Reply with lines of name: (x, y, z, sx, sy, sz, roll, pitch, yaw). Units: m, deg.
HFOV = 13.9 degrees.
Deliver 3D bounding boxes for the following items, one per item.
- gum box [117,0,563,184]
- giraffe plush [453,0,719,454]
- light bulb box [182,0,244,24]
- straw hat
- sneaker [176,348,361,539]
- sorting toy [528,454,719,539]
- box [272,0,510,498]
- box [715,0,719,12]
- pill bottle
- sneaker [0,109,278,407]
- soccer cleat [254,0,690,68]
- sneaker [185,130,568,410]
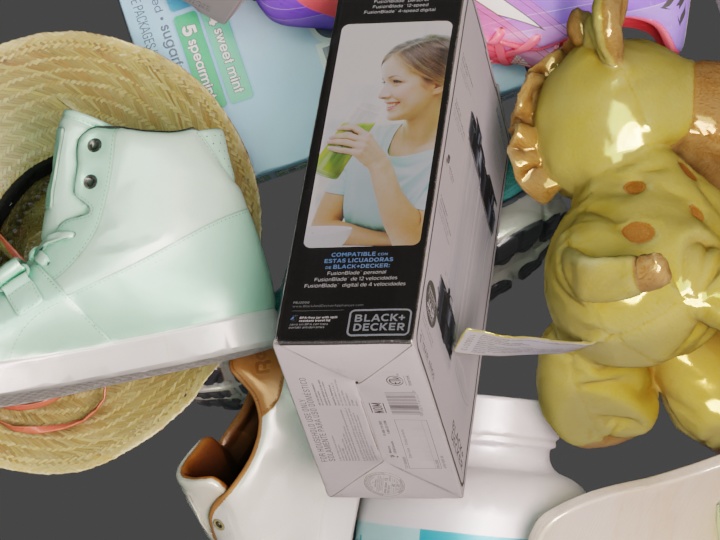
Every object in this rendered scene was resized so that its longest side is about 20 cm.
gum box: (-0.014, -0.142, 1.391, 0.200, 0.045, 0.170, -19, 87, 1)
giraffe plush: (0.126, -0.027, 1.285, 0.200, 0.173, 0.162, 14, 58, -30)
light bulb box: (-0.095, -0.247, 1.296, 0.198, 0.125, 0.200, 27, 78, -7)
straw hat: (-0.131, -0.003, 1.362, 0.201, 0.085, 0.201, -2, 81, 11)
sneaker: (-0.047, 0.121, 1.342, 0.085, 0.073, 0.200, 5, 107, -12)
sorting toy: (0.157, 0.165, 1.307, 0.180, 0.107, 0.200, 1, 86, -25)
box: (0.017, -0.015, 1.266, 0.060, 0.117, 0.200, -1, 53, 14)
box: (0.274, -0.116, 1.306, 0.199, 0.131, 0.200, -22, 106, -5)
pill bottle: (0.048, 0.156, 1.340, 0.111, 0.111, 0.200, 5, 86, 2)
sneaker: (-0.142, -0.005, 1.281, 0.200, 0.074, 0.118, -11, 85, 0)
soccer cleat: (0.052, -0.122, 1.337, 0.200, 0.068, 0.073, -8, 92, -3)
sneaker: (0.000, 0.000, 1.380, 0.200, 0.078, 0.080, -30, 67, -5)
